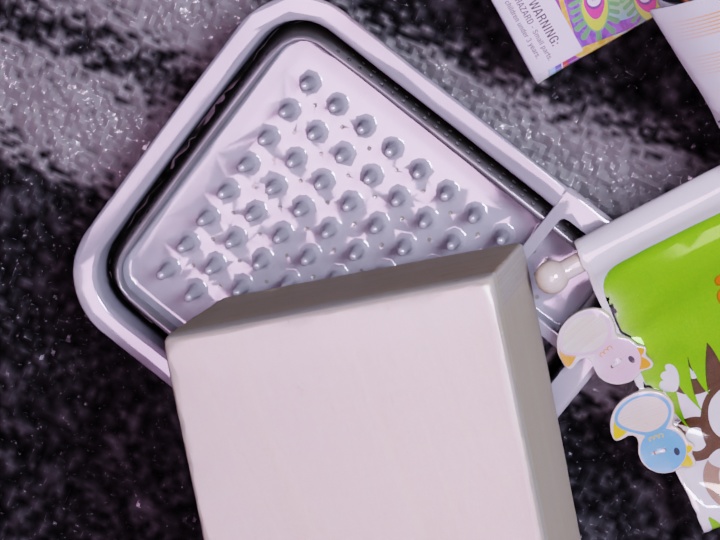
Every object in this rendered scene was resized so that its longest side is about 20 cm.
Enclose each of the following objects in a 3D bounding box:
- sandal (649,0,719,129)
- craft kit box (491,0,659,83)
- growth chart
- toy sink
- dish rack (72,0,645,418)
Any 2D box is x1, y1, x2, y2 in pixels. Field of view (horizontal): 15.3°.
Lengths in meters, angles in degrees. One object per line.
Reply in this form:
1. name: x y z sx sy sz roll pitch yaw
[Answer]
1. sandal: 0.138 -0.115 1.002 0.079 0.059 0.207 -26 88 26
2. craft kit box: 0.107 -0.207 1.052 0.197 0.049 0.200 -30 97 11
3. growth chart: 0.172 0.042 1.084 0.145 0.018 0.200 -36 108 7
4. toy sink: 0.016 0.103 1.053 0.130 0.112 0.201 -11 95 11
5. dish rack: 0.000 0.000 1.112 0.200 0.044 0.172 38 105 -1
